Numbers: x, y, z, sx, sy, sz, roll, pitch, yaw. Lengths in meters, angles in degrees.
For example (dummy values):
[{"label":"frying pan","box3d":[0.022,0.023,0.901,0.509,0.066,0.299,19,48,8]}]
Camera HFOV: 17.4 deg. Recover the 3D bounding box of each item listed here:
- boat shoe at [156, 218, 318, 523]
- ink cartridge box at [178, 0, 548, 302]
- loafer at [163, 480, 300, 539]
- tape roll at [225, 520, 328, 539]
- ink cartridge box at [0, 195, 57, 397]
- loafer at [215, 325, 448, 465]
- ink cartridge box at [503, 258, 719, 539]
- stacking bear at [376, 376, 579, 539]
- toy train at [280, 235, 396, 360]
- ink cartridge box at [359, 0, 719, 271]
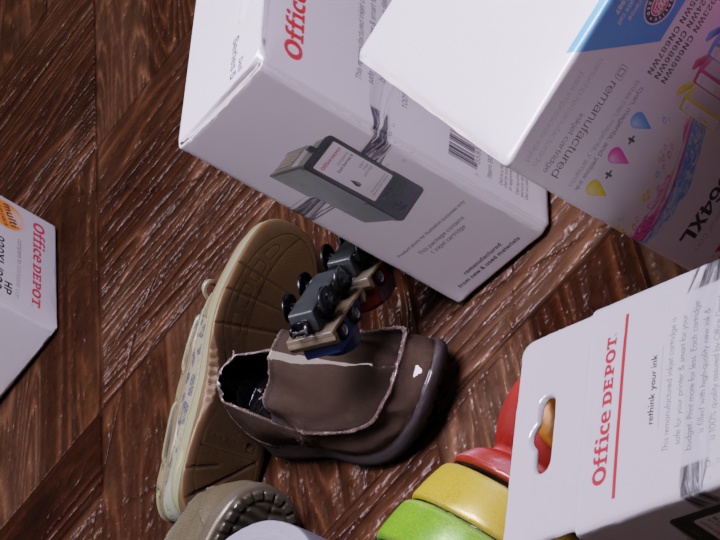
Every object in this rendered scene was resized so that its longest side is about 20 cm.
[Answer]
[{"label":"boat shoe","box3d":[-0.084,0.063,1.470,0.063,0.073,0.201,-7,60,57]},{"label":"ink cartridge box","box3d":[0.004,-0.097,1.315,0.084,0.199,0.146,-41,32,37]},{"label":"loafer","box3d":[-0.106,0.210,1.374,0.201,0.076,0.067,-55,23,-5]},{"label":"tape roll","box3d":[-0.055,0.237,1.253,0.200,0.066,0.201,-43,31,34]},{"label":"ink cartridge box","box3d":[-0.364,0.007,1.899,0.145,0.199,0.148,-46,29,25]},{"label":"loafer","box3d":[-0.024,0.070,1.351,0.200,0.071,0.074,-20,48,55]},{"label":"ink cartridge box","box3d":[0.159,0.061,0.998,0.199,0.067,0.117,-25,43,40]},{"label":"stacking bear","box3d":[0.065,0.130,1.092,0.201,0.121,0.114,-55,-16,-11]},{"label":"toy train","box3d":[0.000,0.000,1.336,0.034,0.046,0.200,-13,19,25]},{"label":"ink cartridge box","box3d":[0.127,-0.093,1.111,0.125,0.199,0.129,40,101,46]}]
